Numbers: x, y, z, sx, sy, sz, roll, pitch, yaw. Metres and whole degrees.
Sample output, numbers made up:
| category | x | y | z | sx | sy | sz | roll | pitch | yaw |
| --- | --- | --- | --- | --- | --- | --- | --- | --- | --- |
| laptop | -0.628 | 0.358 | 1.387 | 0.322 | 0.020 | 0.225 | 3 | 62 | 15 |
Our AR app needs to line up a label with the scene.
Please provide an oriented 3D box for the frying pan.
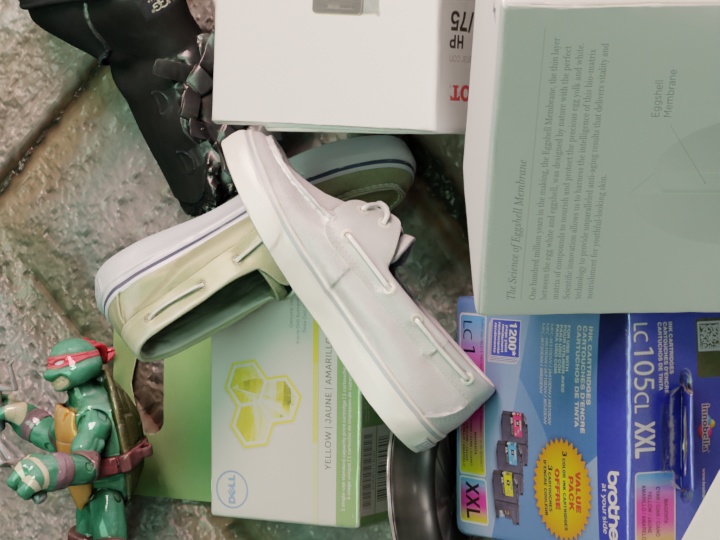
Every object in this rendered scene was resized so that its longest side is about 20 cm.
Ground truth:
| category | x | y | z | sx | sy | sz | roll | pitch | yaw |
| --- | --- | --- | --- | --- | --- | --- | --- | --- | --- |
| frying pan | 0.043 | 0.164 | 1.640 | 0.031 | 0.115 | 0.190 | -6 | 89 | 18 |

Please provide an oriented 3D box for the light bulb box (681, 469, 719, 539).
| category | x | y | z | sx | sy | sz | roll | pitch | yaw |
| --- | --- | --- | --- | --- | --- | --- | --- | --- | --- |
| light bulb box | 0.228 | 0.190 | 1.478 | 0.125 | 0.200 | 0.198 | 34 | 108 | 24 |

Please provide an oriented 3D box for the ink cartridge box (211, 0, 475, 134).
| category | x | y | z | sx | sy | sz | roll | pitch | yaw |
| --- | --- | --- | --- | --- | --- | --- | --- | --- | --- |
| ink cartridge box | 0.018 | -0.175 | 1.621 | 0.146 | 0.147 | 0.200 | 4 | 95 | 31 |

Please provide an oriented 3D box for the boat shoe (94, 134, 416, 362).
| category | x | y | z | sx | sy | sz | roll | pitch | yaw |
| --- | --- | --- | --- | --- | --- | --- | --- | --- | --- |
| boat shoe | -0.053 | -0.009 | 1.678 | 0.200 | 0.072 | 0.062 | -28 | 60 | -2 |

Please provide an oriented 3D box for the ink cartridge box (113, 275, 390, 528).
| category | x | y | z | sx | sy | sz | roll | pitch | yaw |
| --- | --- | --- | --- | --- | --- | --- | --- | --- | --- |
| ink cartridge box | -0.076 | 0.073 | 1.746 | 0.200 | 0.048 | 0.146 | 2 | 94 | 28 |

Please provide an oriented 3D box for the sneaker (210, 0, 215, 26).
| category | x | y | z | sx | sy | sz | roll | pitch | yaw |
| --- | --- | --- | --- | --- | --- | --- | --- | --- | --- |
| sneaker | -0.068 | -0.184 | 1.710 | 0.077 | 0.081 | 0.200 | -5 | 94 | 30 |

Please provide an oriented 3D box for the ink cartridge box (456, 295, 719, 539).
| category | x | y | z | sx | sy | sz | roll | pitch | yaw |
| --- | --- | --- | --- | --- | --- | --- | --- | --- | --- |
| ink cartridge box | 0.132 | 0.082 | 1.555 | 0.200 | 0.076 | 0.136 | 2 | 93 | 59 |

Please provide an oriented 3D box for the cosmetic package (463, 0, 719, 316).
| category | x | y | z | sx | sy | sz | roll | pitch | yaw |
| --- | --- | --- | --- | --- | --- | --- | --- | --- | --- |
| cosmetic package | 0.156 | -0.088 | 1.451 | 0.200 | 0.123 | 0.199 | -1 | 132 | -4 |

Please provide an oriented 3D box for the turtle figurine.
| category | x | y | z | sx | sy | sz | roll | pitch | yaw |
| --- | --- | --- | --- | --- | --- | --- | --- | --- | --- |
| turtle figurine | -0.173 | 0.116 | 1.754 | 0.101 | 0.150 | 0.200 | -14 | 97 | -3 |

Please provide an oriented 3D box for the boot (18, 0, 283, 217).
| category | x | y | z | sx | sy | sz | roll | pitch | yaw |
| --- | --- | --- | --- | --- | --- | --- | --- | --- | --- |
| boot | -0.125 | -0.117 | 1.740 | 0.162 | 0.073 | 0.198 | 61 | 162 | -14 |

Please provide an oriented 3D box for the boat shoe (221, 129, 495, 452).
| category | x | y | z | sx | sy | sz | roll | pitch | yaw |
| --- | --- | --- | --- | --- | --- | --- | --- | --- | --- |
| boat shoe | 0.000 | 0.000 | 1.584 | 0.069 | 0.072 | 0.200 | -34 | 80 | 5 |
